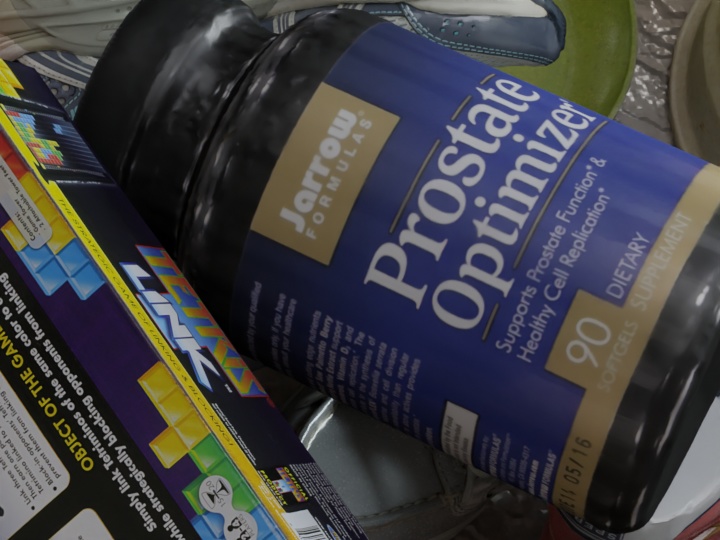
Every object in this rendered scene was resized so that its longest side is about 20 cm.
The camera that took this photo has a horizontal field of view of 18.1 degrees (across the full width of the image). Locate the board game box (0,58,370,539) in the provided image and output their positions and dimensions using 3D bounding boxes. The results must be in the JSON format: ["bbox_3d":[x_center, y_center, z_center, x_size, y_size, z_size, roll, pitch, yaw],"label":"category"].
[{"bbox_3d":[-0.108,0.066,0.638,0.200,0.165,0.057,54,16,15],"label":"board game box"}]

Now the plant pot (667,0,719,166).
[{"bbox_3d":[0.220,-0.113,0.827,0.199,0.184,0.201,-1,59,2],"label":"plant pot"}]

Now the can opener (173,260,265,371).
[{"bbox_3d":[0.000,0.000,0.771,0.199,0.067,0.053,-19,64,-11],"label":"can opener"}]

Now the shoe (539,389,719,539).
[{"bbox_3d":[0.136,0.038,0.773,0.200,0.091,0.071,-38,68,-23],"label":"shoe"}]

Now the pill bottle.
[{"bbox_3d":[0.016,-0.011,0.679,0.199,0.112,0.112,25,52,13],"label":"pill bottle"}]

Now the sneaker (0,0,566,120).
[{"bbox_3d":[-0.028,-0.062,0.775,0.199,0.078,0.087,-3,91,8],"label":"sneaker"}]

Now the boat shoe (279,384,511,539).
[{"bbox_3d":[0.047,0.036,0.774,0.201,0.065,0.075,-24,70,-32],"label":"boat shoe"}]

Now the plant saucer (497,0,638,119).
[{"bbox_3d":[0.010,-0.107,0.872,0.199,0.031,0.201,10,57,-16],"label":"plant saucer"}]
